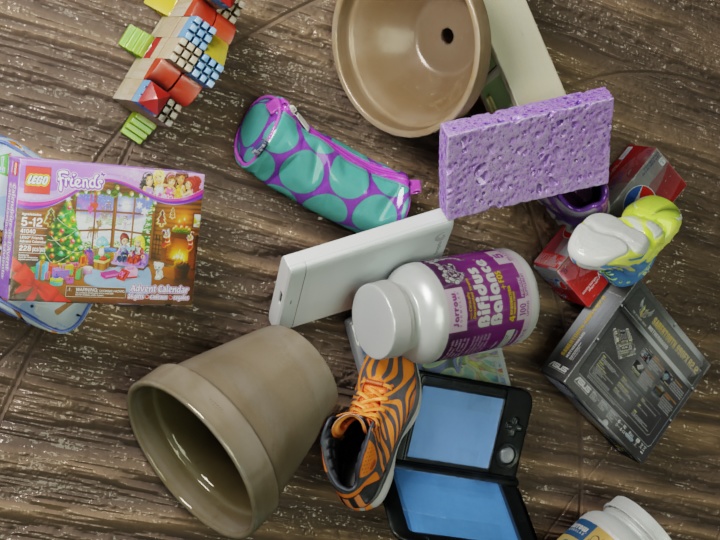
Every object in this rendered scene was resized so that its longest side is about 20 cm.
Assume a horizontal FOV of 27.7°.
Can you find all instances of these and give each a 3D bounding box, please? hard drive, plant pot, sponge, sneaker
[{"bbox_3d":[0.000,0.000,1.612,0.198,0.132,0.027,-18,62,-21],"label":"hard drive"},{"bbox_3d":[0.071,-0.250,1.582,0.092,0.199,0.204,-17,106,-50],"label":"plant pot"},{"bbox_3d":[-0.122,0.152,1.552,0.173,0.199,0.202,-39,112,-31],"label":"plant pot"},{"bbox_3d":[0.180,-0.126,1.575,0.198,0.030,0.113,-13,129,-14],"label":"sponge"},{"bbox_3d":[0.295,-0.014,1.666,0.199,0.076,0.106,-19,139,-42],"label":"sneaker"},{"bbox_3d":[0.208,-0.117,1.677,0.199,0.088,0.081,31,83,-1],"label":"sneaker"},{"bbox_3d":[0.013,0.155,1.592,0.112,0.077,0.202,57,41,-62],"label":"sneaker"}]

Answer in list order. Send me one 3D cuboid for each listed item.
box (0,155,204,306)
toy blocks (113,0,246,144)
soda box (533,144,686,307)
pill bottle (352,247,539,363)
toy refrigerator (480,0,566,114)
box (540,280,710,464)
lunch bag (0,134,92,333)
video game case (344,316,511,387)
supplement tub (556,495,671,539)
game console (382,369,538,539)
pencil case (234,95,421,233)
[{"bbox_3d":[-0.257,-0.037,1.453,0.198,0.039,0.139,2,97,-33],"label":"box"},{"bbox_3d":[-0.177,-0.223,1.484,0.099,0.136,0.201,33,84,-25],"label":"toy blocks"},{"bbox_3d":[0.301,-0.055,1.765,0.070,0.063,0.200,45,80,-23],"label":"soda box"},{"bbox_3d":[0.093,0.042,1.619,0.198,0.112,0.114,-10,102,-34],"label":"pill bottle"},{"bbox_3d":[0.157,-0.245,1.629,0.069,0.076,0.202,-21,86,-20],"label":"toy refrigerator"},{"bbox_3d":[0.328,0.119,1.791,0.200,0.048,0.159,43,79,-36],"label":"box"},{"bbox_3d":[-0.346,-0.034,1.473,0.199,0.075,0.161,33,86,-25],"label":"lunch bag"},{"bbox_3d":[0.087,0.120,1.718,0.181,0.022,0.202,-21,106,-20],"label":"video game case"},{"bbox_3d":[0.284,0.388,1.779,0.199,0.144,0.145,-40,111,-14],"label":"supplement tub"},{"bbox_3d":[0.121,0.219,1.674,0.198,0.116,0.178,12,94,-26],"label":"game console"},{"bbox_3d":[-0.038,-0.110,1.591,0.199,0.086,0.092,28,125,-26],"label":"pencil case"}]
